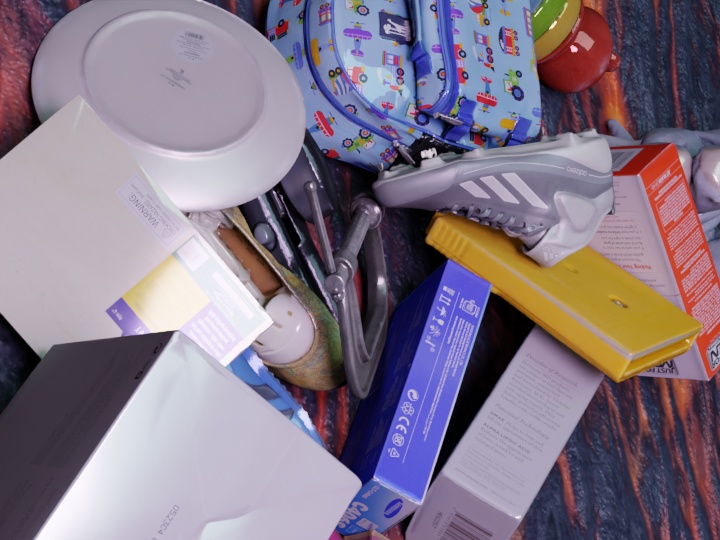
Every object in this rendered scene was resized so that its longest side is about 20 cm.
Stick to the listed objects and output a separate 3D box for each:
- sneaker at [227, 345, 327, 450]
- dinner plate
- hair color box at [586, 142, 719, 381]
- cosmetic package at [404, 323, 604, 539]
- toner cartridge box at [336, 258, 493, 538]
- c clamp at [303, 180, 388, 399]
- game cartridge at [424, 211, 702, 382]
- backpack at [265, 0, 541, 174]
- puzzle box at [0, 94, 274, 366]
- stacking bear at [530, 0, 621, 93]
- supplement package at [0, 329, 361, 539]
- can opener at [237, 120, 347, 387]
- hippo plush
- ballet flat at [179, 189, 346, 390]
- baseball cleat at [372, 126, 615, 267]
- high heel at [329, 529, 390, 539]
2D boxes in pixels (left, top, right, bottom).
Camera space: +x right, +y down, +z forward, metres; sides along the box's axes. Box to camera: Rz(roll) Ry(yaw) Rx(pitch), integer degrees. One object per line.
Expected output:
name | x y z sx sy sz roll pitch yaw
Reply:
sneaker | -0.097 0.090 1.102 0.078 0.066 0.201 -41 103 -25
dinner plate | -0.132 -0.129 1.132 0.199 0.024 0.201 11 53 -14
hair color box | 0.243 -0.006 1.365 0.061 0.101 0.201 -39 117 -37
cosmetic package | 0.117 0.131 1.227 0.074 0.102 0.200 31 47 6
toner cartridge box | 0.035 0.096 1.180 0.043 0.095 0.201 29 54 -11
c clamp | 0.000 0.000 1.155 0.200 0.027 0.172 -59 142 -73
game cartridge | 0.162 0.010 1.276 0.200 0.033 0.176 35 21 22
backpack | 0.028 -0.167 1.266 0.199 0.134 0.184 17 61 -32
puzzle box | -0.169 0.004 1.040 0.133 0.025 0.200 -41 96 -13
stacking bear | 0.151 -0.235 1.423 0.200 0.121 0.114 36 49 -34
supplement package | -0.142 0.155 0.903 0.147 0.200 0.192 42 67 -20
can opener | -0.048 -0.008 1.182 0.063 0.078 0.201 -24 97 -52
hippo plush | 0.293 -0.042 1.434 0.159 0.199 0.162 -29 119 -57
ballet flat | -0.083 0.013 1.132 0.200 0.071 0.071 52 47 -7
baseball cleat | 0.109 -0.049 1.207 0.199 0.070 0.107 -12 94 -18
high heel | -0.047 0.203 1.086 0.199 0.067 0.097 29 53 -29
